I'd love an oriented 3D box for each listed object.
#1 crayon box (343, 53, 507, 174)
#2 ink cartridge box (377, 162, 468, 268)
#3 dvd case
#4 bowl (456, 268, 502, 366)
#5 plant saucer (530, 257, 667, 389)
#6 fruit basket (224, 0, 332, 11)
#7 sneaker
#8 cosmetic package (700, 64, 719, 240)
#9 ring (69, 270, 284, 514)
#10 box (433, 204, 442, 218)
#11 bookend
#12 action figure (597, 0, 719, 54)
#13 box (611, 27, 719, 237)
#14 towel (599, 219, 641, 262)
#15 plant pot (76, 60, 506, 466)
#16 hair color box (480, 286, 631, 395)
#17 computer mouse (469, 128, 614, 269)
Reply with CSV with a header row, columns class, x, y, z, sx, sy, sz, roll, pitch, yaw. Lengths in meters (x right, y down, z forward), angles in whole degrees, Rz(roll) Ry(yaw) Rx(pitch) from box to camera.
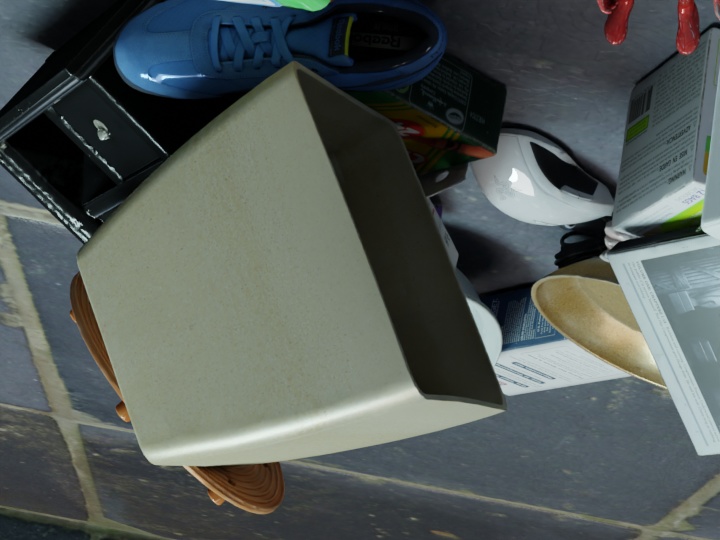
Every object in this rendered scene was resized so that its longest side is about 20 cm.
class,x,y,z,sx,sy,sz,roll,pitch,yaw
crayon box,-0.016,-0.106,1.247,0.126,0.051,0.199,24,157,-37
ink cartridge box,0.000,0.000,1.256,0.199,0.068,0.116,-27,-171,11
dvd case,0.257,0.035,1.089,0.199,0.025,0.151,-12,110,46
bowl,0.015,0.039,1.543,0.199,0.091,0.202,-6,144,-4
plant saucer,0.228,0.041,1.399,0.199,0.036,0.200,24,163,8
fruit basket,-0.044,-0.173,0.990,0.184,0.094,0.200,12,174,30
sneaker,-0.047,-0.138,1.087,0.198,0.067,0.078,-2,-178,-6
cosmetic package,0.277,-0.108,0.844,0.122,0.201,0.199,23,158,-32
ring,-0.121,0.080,1.191,0.019,0.201,0.200,-40,144,10
box,-0.048,-0.041,1.400,0.198,0.039,0.137,5,-177,15
bookend,-0.130,-0.070,1.215,0.200,0.092,0.198,45,154,-15
action figure,0.157,-0.151,0.958,0.065,0.100,0.200,7,159,8
box,0.274,-0.059,1.142,0.199,0.102,0.112,16,161,-15
towel,0.273,0.011,1.213,0.199,0.032,0.191,32,-155,21
plant pot,-0.049,0.021,1.089,0.176,0.201,0.200,-25,167,14
hair color box,0.165,0.059,1.610,0.100,0.061,0.199,23,157,-32
computer mouse,0.143,-0.046,1.345,0.109,0.044,0.200,-5,156,41
